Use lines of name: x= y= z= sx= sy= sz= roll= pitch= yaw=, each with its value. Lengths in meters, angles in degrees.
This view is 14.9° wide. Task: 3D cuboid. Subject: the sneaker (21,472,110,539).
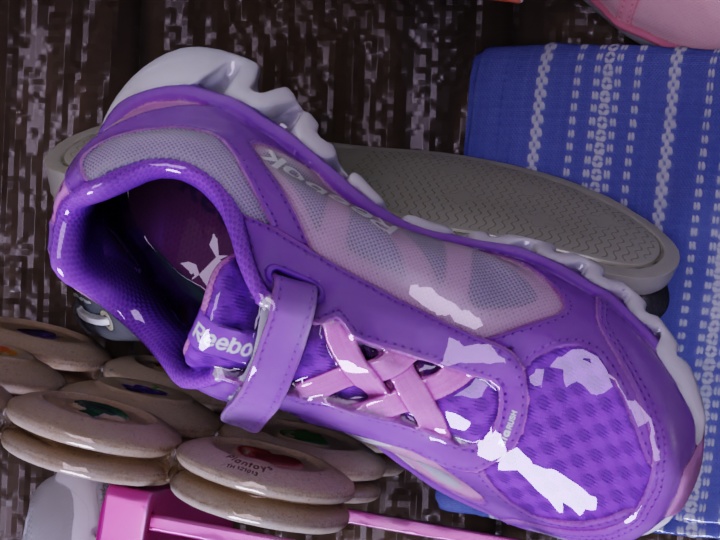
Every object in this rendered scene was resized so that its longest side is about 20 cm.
sneaker: x=-0.117 y=0.155 z=0.843 sx=0.081 sy=0.075 sz=0.202 roll=14 pitch=91 yaw=10

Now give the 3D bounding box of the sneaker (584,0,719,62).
sneaker: x=0.062 y=-0.147 z=0.804 sx=0.075 sy=0.105 sz=0.201 roll=-34 pitch=83 yaw=6

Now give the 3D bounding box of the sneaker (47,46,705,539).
sneaker: x=-0.004 y=0.017 z=0.737 sx=0.199 sy=0.088 sz=0.081 roll=31 pitch=114 yaw=14

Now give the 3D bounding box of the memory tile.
memory tile: x=-0.087 y=0.035 z=0.803 sx=0.199 sy=0.153 sz=0.017 roll=14 pitch=96 yaw=10

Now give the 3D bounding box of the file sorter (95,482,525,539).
file sorter: x=-0.016 y=0.168 z=0.793 sx=0.124 sy=0.139 sz=0.202 roll=9 pitch=90 yaw=8

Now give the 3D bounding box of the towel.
towel: x=0.114 y=0.008 z=0.805 sx=0.199 sy=0.024 sz=0.146 roll=5 pitch=87 yaw=28

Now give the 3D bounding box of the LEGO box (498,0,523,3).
LEGO box: x=-0.067 y=-0.129 z=0.764 sx=0.199 sy=0.148 sz=0.078 roll=10 pitch=91 yaw=45

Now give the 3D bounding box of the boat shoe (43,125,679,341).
boat shoe: x=0.000 y=0.000 z=0.822 sx=0.199 sy=0.072 sz=0.068 roll=7 pitch=111 yaw=23
